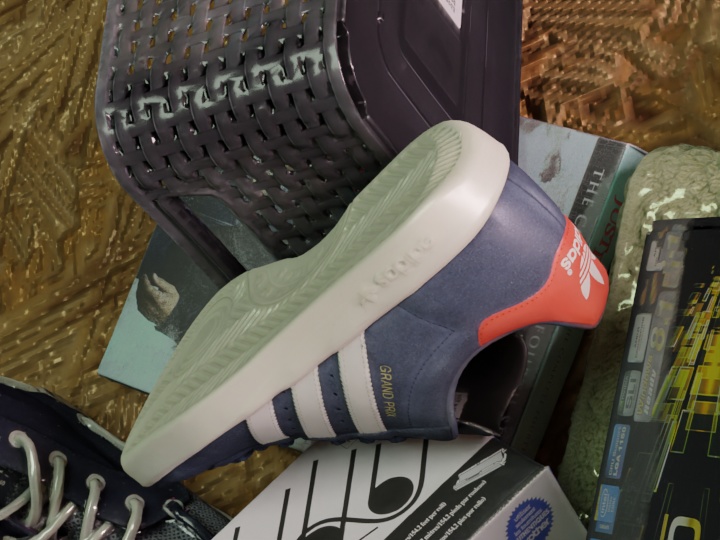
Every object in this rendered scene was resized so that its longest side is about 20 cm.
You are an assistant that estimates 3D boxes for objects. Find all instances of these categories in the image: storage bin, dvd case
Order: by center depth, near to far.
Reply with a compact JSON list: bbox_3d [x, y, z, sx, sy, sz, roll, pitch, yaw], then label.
[{"bbox_3d":[-0.012,-0.094,0.975,0.094,0.135,0.200,-13,52,25],"label":"storage bin"},{"bbox_3d":[0.000,0.000,1.032,0.200,0.022,0.146,19,85,38],"label":"dvd case"}]

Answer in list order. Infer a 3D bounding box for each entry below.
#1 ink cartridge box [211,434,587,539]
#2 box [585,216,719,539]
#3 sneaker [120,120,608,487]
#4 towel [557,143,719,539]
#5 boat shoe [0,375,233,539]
[{"bbox_3d":[-0.027,0.128,0.902,0.200,0.044,0.094,-43,36,-15],"label":"ink cartridge box"},{"bbox_3d":[0.117,0.084,0.802,0.161,0.049,0.200,180,103,-73],"label":"box"},{"bbox_3d":[0.000,0.034,0.905,0.200,0.085,0.075,-35,25,43],"label":"sneaker"},{"bbox_3d":[0.129,0.057,0.904,0.148,0.036,0.200,8,78,38],"label":"towel"},{"bbox_3d":[-0.105,0.098,1.026,0.200,0.093,0.075,30,92,40],"label":"boat shoe"}]
